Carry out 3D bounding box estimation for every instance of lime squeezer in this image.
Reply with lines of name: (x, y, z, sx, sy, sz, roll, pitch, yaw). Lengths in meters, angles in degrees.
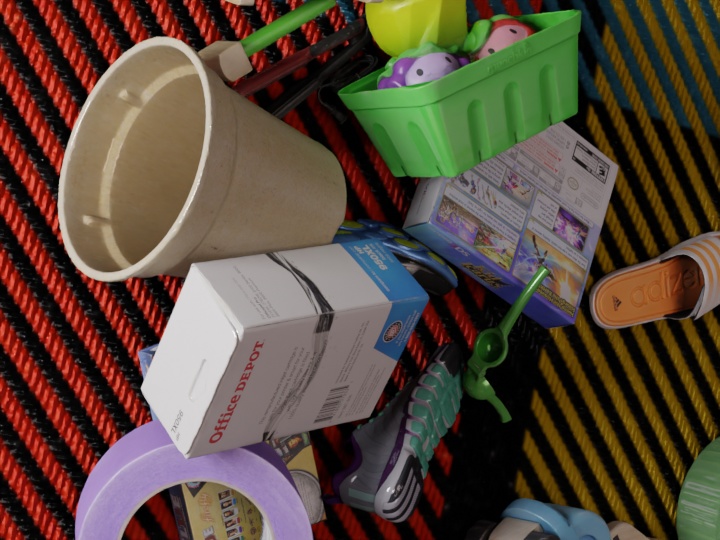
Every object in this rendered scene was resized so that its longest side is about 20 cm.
lime squeezer: (0.134, 0.084, 1.497, 0.070, 0.038, 0.201, -8, 132, -19)

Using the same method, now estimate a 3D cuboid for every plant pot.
plant pot: (-0.119, -0.067, 1.312, 0.183, 0.200, 0.202, 19, 85, -42)

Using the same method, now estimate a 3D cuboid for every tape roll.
tape roll: (-0.142, 0.230, 1.339, 0.198, 0.085, 0.202, -2, 100, -10)

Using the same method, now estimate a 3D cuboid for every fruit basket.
fruit basket: (0.077, -0.203, 1.392, 0.214, 0.155, 0.218, -3, 95, -35)

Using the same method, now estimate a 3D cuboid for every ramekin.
ramekin: (0.438, 0.267, 1.711, 0.199, 0.097, 0.202, -4, 97, -30)

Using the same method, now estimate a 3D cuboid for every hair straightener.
hair straightener: (-0.030, -0.172, 1.432, 0.199, 0.041, 0.077, -36, 112, -27)

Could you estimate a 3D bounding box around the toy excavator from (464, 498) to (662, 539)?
toy excavator: (0.227, 0.288, 1.600, 0.200, 0.100, 0.196, -39, 114, -31)

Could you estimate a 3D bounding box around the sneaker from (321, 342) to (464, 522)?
sneaker: (0.032, 0.140, 1.479, 0.075, 0.087, 0.201, 73, 34, -41)

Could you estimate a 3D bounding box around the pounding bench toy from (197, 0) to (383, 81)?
pounding bench toy: (-0.059, -0.261, 1.347, 0.155, 0.124, 0.202, -5, 109, -31)

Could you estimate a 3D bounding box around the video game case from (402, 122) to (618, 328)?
video game case: (0.148, -0.071, 1.514, 0.199, 0.045, 0.182, 33, 62, -28)

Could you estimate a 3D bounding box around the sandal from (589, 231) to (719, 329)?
sandal: (0.333, 0.020, 1.646, 0.205, 0.059, 0.080, -19, 105, -28)

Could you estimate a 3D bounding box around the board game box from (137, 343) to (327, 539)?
board game box: (-0.113, 0.149, 1.412, 0.135, 0.035, 0.202, -17, 104, -28)

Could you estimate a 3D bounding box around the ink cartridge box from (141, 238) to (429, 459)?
ink cartridge box: (-0.062, 0.061, 1.295, 0.199, 0.084, 0.145, -8, 136, -41)

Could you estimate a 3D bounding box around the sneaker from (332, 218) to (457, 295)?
sneaker: (0.000, 0.000, 1.454, 0.198, 0.071, 0.083, 5, 114, -33)
